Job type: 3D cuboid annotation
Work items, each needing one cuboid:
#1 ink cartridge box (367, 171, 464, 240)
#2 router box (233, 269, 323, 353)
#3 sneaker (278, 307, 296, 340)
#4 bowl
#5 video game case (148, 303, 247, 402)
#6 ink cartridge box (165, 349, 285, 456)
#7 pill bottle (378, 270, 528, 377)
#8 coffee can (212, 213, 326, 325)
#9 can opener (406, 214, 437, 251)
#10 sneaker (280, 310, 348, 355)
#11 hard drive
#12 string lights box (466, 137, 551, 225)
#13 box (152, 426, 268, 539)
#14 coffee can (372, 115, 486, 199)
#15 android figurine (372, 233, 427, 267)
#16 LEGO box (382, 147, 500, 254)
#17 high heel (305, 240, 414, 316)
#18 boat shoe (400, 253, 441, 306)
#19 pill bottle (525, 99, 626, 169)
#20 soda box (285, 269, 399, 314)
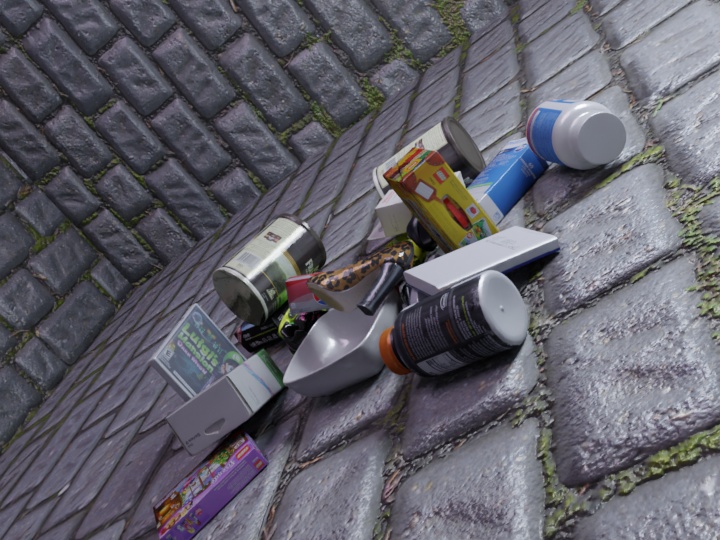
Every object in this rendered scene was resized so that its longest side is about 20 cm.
[{"bbox_3d":[0.106,-0.129,1.665,0.200,0.068,0.117,-14,18,23],"label":"ink cartridge box"},{"bbox_3d":[-0.175,0.085,1.865,0.150,0.062,0.200,-23,23,43],"label":"router box"},{"bbox_3d":[-0.113,0.090,1.716,0.084,0.074,0.200,-47,4,39],"label":"sneaker"},{"bbox_3d":[-0.017,0.125,1.376,0.200,0.075,0.200,-29,18,35],"label":"bowl"},{"bbox_3d":[-0.299,0.189,1.618,0.023,0.200,0.182,-28,20,32],"label":"video game case"},{"bbox_3d":[-0.232,0.230,1.472,0.145,0.088,0.200,-36,1,15],"label":"ink cartridge box"},{"bbox_3d":[0.118,0.082,1.126,0.200,0.106,0.106,-27,21,39],"label":"pill bottle"},{"bbox_3d":[-0.190,-0.004,1.749,0.200,0.146,0.146,-45,16,-31],"label":"coffee can"},{"bbox_3d":[0.127,-0.131,1.554,0.079,0.063,0.200,-20,60,45],"label":"can opener"},{"bbox_3d":[-0.079,0.106,1.550,0.200,0.084,0.077,-28,21,38],"label":"sneaker"},{"bbox_3d":[0.179,-0.014,1.247,0.200,0.025,0.132,-22,17,-14],"label":"hard drive"},{"bbox_3d":[0.263,-0.165,1.537,0.200,0.059,0.103,-46,17,-20],"label":"string lights box"},{"bbox_3d":[-0.248,0.352,1.360,0.200,0.039,0.137,-43,17,-11],"label":"box"},{"bbox_3d":[0.147,-0.212,1.771,0.200,0.146,0.146,-33,17,24],"label":"coffee can"},{"bbox_3d":[0.073,-0.024,1.634,0.182,0.041,0.200,-21,27,50],"label":"android figurine"},{"bbox_3d":[0.140,-0.105,1.403,0.077,0.200,0.149,-41,16,-2],"label":"LEGO box"},{"bbox_3d":[0.000,0.000,1.393,0.200,0.071,0.143,14,61,50],"label":"high heel"},{"bbox_3d":[0.099,0.037,1.351,0.068,0.072,0.200,-31,16,23],"label":"boat shoe"},{"bbox_3d":[0.360,-0.227,1.388,0.112,0.112,0.200,-40,16,2],"label":"pill bottle"},{"bbox_3d":[-0.032,0.030,1.502,0.199,0.064,0.070,-9,5,1],"label":"soda box"}]
